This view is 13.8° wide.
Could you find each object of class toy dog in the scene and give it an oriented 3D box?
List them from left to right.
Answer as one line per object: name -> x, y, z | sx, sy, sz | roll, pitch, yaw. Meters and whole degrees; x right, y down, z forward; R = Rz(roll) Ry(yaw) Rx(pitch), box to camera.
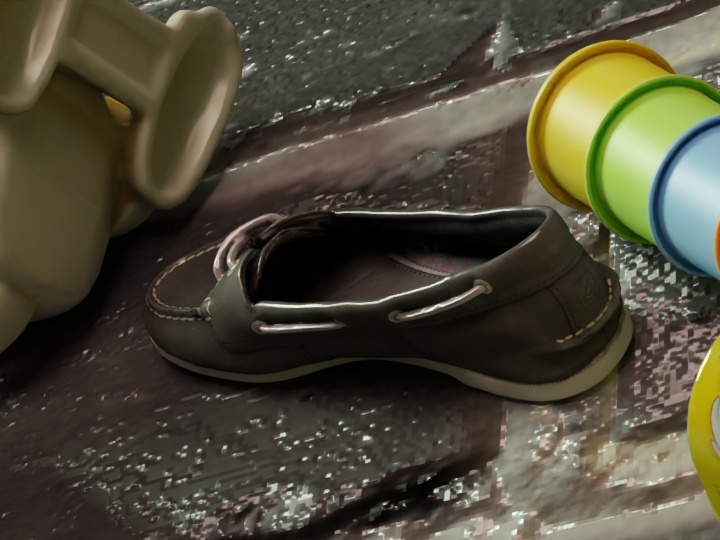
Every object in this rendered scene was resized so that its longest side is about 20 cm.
toy dog -> -0.170, -0.049, 1.138 | 0.200, 0.139, 0.194 | 6, 82, 39

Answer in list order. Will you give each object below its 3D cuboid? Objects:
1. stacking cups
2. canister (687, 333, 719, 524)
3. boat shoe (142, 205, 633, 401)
stacking cups -> 0.124, -0.018, 0.910 | 0.060, 0.061, 0.200 | -35, 30, -12
canister -> 0.194, 0.041, 0.719 | 0.148, 0.087, 0.200 | -40, 33, -20
boat shoe -> 0.000, 0.000, 0.988 | 0.200, 0.057, 0.067 | 4, 44, 39
